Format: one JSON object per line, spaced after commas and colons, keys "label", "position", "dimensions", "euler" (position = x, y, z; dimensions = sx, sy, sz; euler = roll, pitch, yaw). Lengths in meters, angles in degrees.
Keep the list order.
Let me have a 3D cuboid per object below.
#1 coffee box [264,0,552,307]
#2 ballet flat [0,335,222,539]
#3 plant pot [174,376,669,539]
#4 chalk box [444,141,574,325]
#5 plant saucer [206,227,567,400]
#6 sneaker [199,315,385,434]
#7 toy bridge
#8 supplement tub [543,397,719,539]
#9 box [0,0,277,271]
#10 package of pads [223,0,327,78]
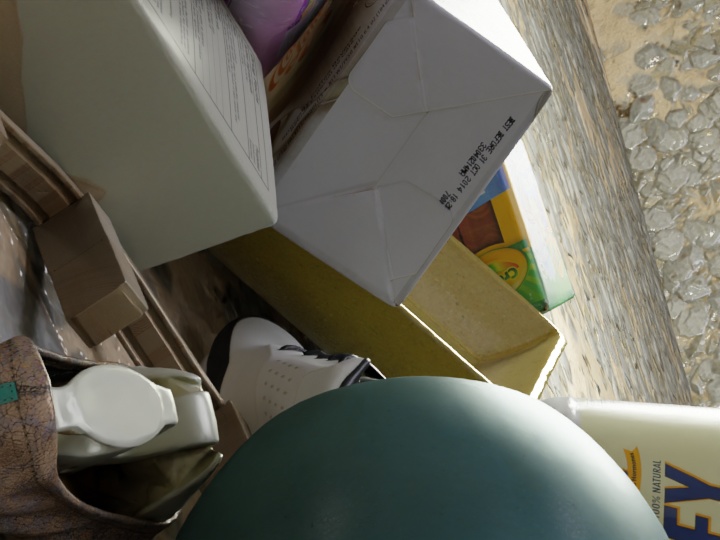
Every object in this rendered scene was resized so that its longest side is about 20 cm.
{"label": "coffee box", "position": [0.007, -0.082, 0.973], "dimensions": [0.079, 0.115, 0.200], "euler": [33, 13, -16]}
{"label": "ballet flat", "position": [-0.082, 0.056, 0.693], "dimensions": [0.200, 0.067, 0.069], "euler": [21, 49, -75]}
{"label": "plant pot", "position": [0.018, 0.132, 0.683], "dimensions": [0.201, 0.199, 0.162], "euler": [58, 22, -47]}
{"label": "chalk box", "position": [0.037, -0.015, 1.198], "dimensions": [0.124, 0.124, 0.201], "euler": [-8, 79, -78]}
{"label": "plant saucer", "position": [0.000, 0.000, 1.039], "dimensions": [0.200, 0.049, 0.200], "euler": [41, 14, 3]}
{"label": "sneaker", "position": [-0.011, 0.062, 0.865], "dimensions": [0.073, 0.080, 0.200], "euler": [24, 15, -26]}
{"label": "toy bridge", "position": [-0.097, -0.002, 0.778], "dimensions": [0.200, 0.027, 0.067], "euler": [56, 3, -37]}
{"label": "supplement tub", "position": [0.147, 0.140, 1.121], "dimensions": [0.145, 0.198, 0.146], "euler": [4, 90, -87]}
{"label": "box", "position": [-0.104, -0.096, 0.793], "dimensions": [0.200, 0.077, 0.095], "euler": [59, 16, -46]}
{"label": "package of pads", "position": [-0.054, -0.158, 0.854], "dimensions": [0.120, 0.076, 0.200], "euler": [38, -19, -1]}
